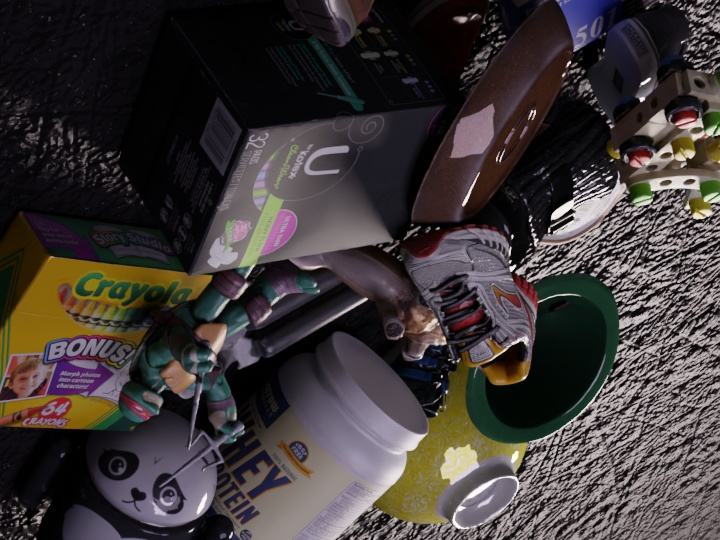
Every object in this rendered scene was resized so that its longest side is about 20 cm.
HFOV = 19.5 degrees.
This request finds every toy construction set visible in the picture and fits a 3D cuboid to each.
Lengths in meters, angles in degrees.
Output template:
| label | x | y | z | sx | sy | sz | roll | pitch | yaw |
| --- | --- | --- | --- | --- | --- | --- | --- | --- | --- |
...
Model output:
| label | x | y | z | sx | sy | sz | roll | pitch | yaw |
| --- | --- | --- | --- | --- | --- | --- | --- | --- | --- |
| toy construction set | 0.270 | -0.120 | 1.654 | 0.130 | 0.093 | 0.200 | 7 | 135 | -28 |

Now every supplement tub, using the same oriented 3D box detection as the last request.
| label | x | y | z | sx | sy | sz | roll | pitch | yaw |
| --- | --- | --- | --- | --- | --- | --- | --- | --- | --- |
| supplement tub | -0.051 | 0.166 | 1.864 | 0.200 | 0.145 | 0.145 | -45 | 147 | 14 |

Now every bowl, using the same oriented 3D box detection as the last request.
| label | x | y | z | sx | sy | sz | roll | pitch | yaw |
| --- | --- | --- | --- | --- | --- | --- | --- | --- | --- |
| bowl | 0.096 | 0.189 | 2.072 | 0.199 | 0.108 | 0.201 | -24 | 146 | -18 |

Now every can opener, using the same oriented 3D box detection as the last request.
| label | x | y | z | sx | sy | sz | roll | pitch | yaw |
| --- | --- | --- | --- | --- | --- | --- | --- | --- | --- |
| can opener | -0.087 | 0.041 | 1.767 | 0.199 | 0.067 | 0.054 | -30 | 116 | -22 |

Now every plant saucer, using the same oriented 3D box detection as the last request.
| label | x | y | z | sx | sy | sz | roll | pitch | yaw |
| --- | --- | --- | --- | --- | --- | --- | --- | --- | --- |
| plant saucer | 0.107 | -0.111 | 1.587 | 0.201 | 0.034 | 0.200 | -53 | 169 | -15 |

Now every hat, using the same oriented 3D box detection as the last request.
| label | x | y | z | sx | sy | sz | roll | pitch | yaw |
| --- | --- | --- | --- | --- | --- | --- | --- | --- | --- |
| hat | 0.123 | 0.048 | 1.906 | 0.165 | 0.176 | 0.201 | -18 | 128 | -24 |

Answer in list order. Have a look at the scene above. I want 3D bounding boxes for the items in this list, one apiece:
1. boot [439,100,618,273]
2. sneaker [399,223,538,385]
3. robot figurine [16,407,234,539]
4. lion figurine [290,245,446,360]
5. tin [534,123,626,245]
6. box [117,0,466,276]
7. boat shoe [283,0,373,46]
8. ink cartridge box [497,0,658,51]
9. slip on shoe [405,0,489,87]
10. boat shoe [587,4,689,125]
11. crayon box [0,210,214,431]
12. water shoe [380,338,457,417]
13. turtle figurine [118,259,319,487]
| label | x | y | z | sx | sy | sz | roll | pitch | yaw |
| --- | --- | --- | --- | --- | --- | --- | --- | --- | --- |
| boot | 0.134 | -0.042 | 1.766 | 0.158 | 0.079 | 0.211 | -40 | 170 | -24 |
| sneaker | 0.093 | 0.026 | 1.639 | 0.077 | 0.083 | 0.200 | -15 | 149 | 23 |
| robot figurine | -0.202 | 0.209 | 1.788 | 0.149 | 0.125 | 0.201 | 3 | 130 | -41 |
| lion figurine | 0.000 | 0.000 | 1.722 | 0.073 | 0.200 | 0.123 | -48 | -170 | 7 |
| tin | 0.161 | -0.075 | 1.854 | 0.199 | 0.042 | 0.112 | 3 | 127 | -46 |
| box | -0.050 | -0.101 | 1.533 | 0.199 | 0.125 | 0.149 | -10 | 142 | -37 |
| boat shoe | -0.030 | -0.242 | 1.427 | 0.072 | 0.076 | 0.201 | -44 | 149 | -17 |
| ink cartridge box | 0.203 | -0.243 | 1.663 | 0.199 | 0.044 | 0.094 | -31 | 148 | -6 |
| slip on shoe | 0.050 | -0.140 | 1.639 | 0.074 | 0.061 | 0.201 | -1 | 133 | -40 |
| boat shoe | 0.235 | -0.171 | 1.731 | 0.066 | 0.070 | 0.200 | -31 | 165 | -6 |
| crayon box | -0.217 | 0.044 | 1.625 | 0.199 | 0.058 | 0.173 | 7 | 129 | -48 |
| water shoe | 0.063 | 0.098 | 1.946 | 0.200 | 0.079 | 0.071 | -43 | 148 | 11 |
| turtle figurine | -0.121 | 0.063 | 1.598 | 0.200 | 0.100 | 0.150 | -52 | 164 | -7 |
